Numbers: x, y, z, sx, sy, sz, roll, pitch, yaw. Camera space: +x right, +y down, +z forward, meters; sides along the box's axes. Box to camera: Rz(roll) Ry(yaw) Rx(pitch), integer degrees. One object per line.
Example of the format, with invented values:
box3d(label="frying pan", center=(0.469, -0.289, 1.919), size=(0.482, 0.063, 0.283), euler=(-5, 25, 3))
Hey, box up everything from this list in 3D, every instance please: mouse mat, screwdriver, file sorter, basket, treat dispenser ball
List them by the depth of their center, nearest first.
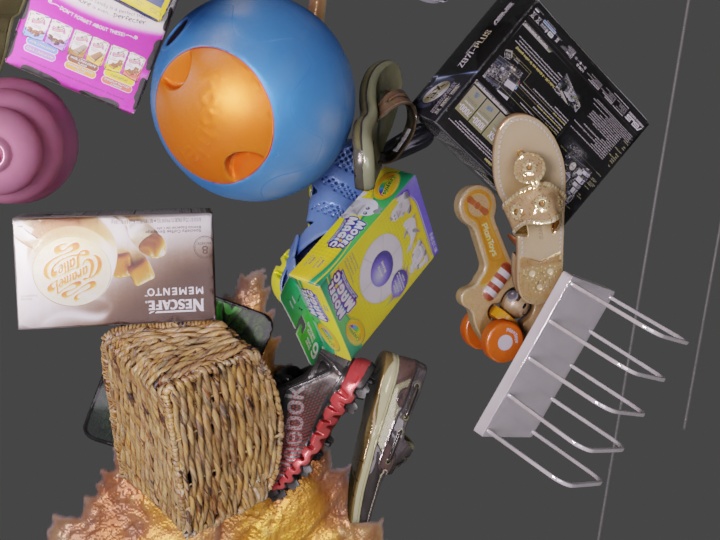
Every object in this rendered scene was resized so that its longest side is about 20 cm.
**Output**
box3d(label="treat dispenser ball", center=(-0.105, -0.169, 1.038), size=(0.199, 0.201, 0.203), euler=(-2, 102, -10))
box3d(label="basket", center=(-0.176, 0.150, 1.130), size=(0.142, 0.149, 0.201), euler=(-22, 123, -34))
box3d(label="file sorter", center=(0.247, 0.126, 1.165), size=(0.138, 0.124, 0.201), euler=(14, 107, -56))
box3d(label="screwdriver", center=(0.112, -0.171, 1.166), size=(0.199, 0.029, 0.028), euler=(-27, 105, -2))
box3d(label="mouse mat", center=(-0.202, 0.118, 1.177), size=(0.160, 0.008, 0.201), euler=(20, 96, -14))

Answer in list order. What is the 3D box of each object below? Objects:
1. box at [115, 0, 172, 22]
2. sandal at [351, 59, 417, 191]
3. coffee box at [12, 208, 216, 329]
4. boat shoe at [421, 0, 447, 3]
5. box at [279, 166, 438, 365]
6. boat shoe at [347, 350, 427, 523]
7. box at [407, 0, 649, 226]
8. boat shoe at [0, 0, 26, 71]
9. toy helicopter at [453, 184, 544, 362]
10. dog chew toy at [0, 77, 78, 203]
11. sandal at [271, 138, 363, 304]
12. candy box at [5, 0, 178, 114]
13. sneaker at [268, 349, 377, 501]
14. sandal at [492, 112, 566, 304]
box3d(label="box", center=(-0.195, -0.263, 0.938), size=(0.070, 0.200, 0.065), euler=(26, 96, -16))
box3d(label="sandal", center=(0.029, -0.145, 1.080), size=(0.057, 0.202, 0.080), euler=(-3, 128, 11))
box3d(label="coffee box", center=(-0.252, -0.004, 1.101), size=(0.198, 0.080, 0.115), euler=(-1, 97, -10))
box3d(label="boat shoe", center=(0.016, -0.325, 1.097), size=(0.198, 0.068, 0.074), euler=(20, 97, -14))
box3d(label="box", center=(0.000, 0.000, 1.103), size=(0.200, 0.048, 0.118), euler=(-49, 138, -26))
box3d(label="boat shoe", center=(0.031, 0.194, 1.203), size=(0.065, 0.072, 0.202), euler=(11, 94, -8))
box3d(label="box", center=(0.181, -0.165, 1.136), size=(0.200, 0.086, 0.164), euler=(39, 92, -25))
box3d(label="boat shoe", center=(-0.391, -0.237, 1.043), size=(0.068, 0.075, 0.201), euler=(34, 101, 12))
box3d(label="toy helicopter", center=(0.162, -0.006, 1.185), size=(0.132, 0.079, 0.201), euler=(-24, 105, -11))
box3d(label="dog chew toy", center=(-0.335, -0.118, 1.004), size=(0.124, 0.200, 0.126), euler=(-2, 102, -10))
box3d(label="sandal", center=(-0.031, -0.045, 1.137), size=(0.079, 0.087, 0.201), euler=(19, 95, -12))
box3d(label="candy box", center=(-0.254, -0.276, 1.060), size=(0.136, 0.061, 0.201), euler=(21, 97, -14))
box3d(label="sneaker", center=(-0.068, 0.163, 1.181), size=(0.098, 0.071, 0.201), euler=(34, 105, 3))
box3d(label="sandal", center=(0.187, -0.053, 1.090), size=(0.077, 0.070, 0.213), euler=(-13, 116, -8))
